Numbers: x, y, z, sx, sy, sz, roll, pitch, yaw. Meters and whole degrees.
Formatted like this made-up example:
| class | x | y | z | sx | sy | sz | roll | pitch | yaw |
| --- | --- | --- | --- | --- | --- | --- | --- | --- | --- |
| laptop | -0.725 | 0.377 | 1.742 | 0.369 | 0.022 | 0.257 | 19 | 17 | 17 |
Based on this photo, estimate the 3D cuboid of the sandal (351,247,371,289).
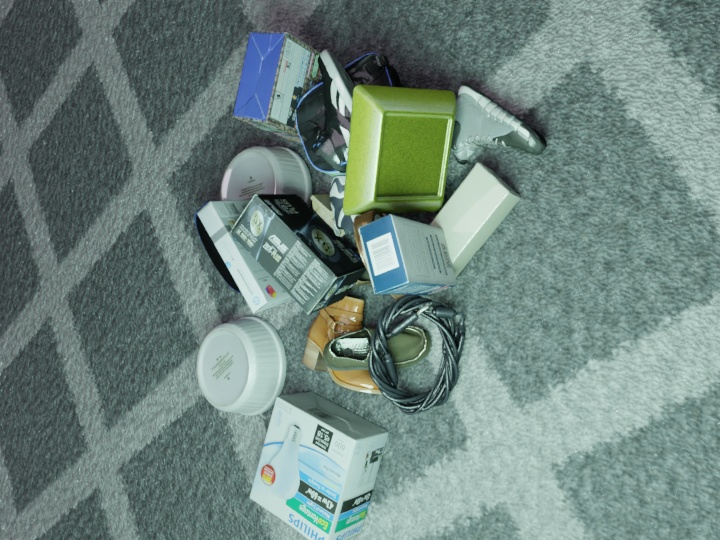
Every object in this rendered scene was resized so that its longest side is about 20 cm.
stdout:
| class | x | y | z | sx | sy | sz | roll | pitch | yaw |
| --- | --- | --- | --- | --- | --- | --- | --- | --- | --- |
| sandal | 0.000 | 0.000 | 1.182 | 0.196 | 0.054 | 0.084 | 6 | 90 | 34 |

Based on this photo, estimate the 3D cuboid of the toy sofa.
| class | x | y | z | sx | sy | sz | roll | pitch | yaw |
| --- | --- | --- | --- | --- | --- | --- | --- | --- | --- |
| toy sofa | -0.095 | -0.042 | 1.233 | 0.097 | 0.083 | 0.202 | 39 | 108 | 12 |

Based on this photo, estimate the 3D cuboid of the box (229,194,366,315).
| class | x | y | z | sx | sy | sz | roll | pitch | yaw |
| --- | --- | --- | --- | --- | --- | --- | --- | --- | --- |
| box | -0.103 | -0.036 | 1.105 | 0.200 | 0.163 | 0.087 | 45 | 109 | 11 |

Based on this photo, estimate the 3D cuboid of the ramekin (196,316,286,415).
| class | x | y | z | sx | sy | sz | roll | pitch | yaw |
| --- | --- | --- | --- | --- | --- | --- | --- | --- | --- |
| ramekin | -0.255 | 0.200 | 1.314 | 0.198 | 0.093 | 0.209 | -3 | 84 | 33 |

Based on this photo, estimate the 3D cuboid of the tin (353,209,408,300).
| class | x | y | z | sx | sy | sz | roll | pitch | yaw |
| --- | --- | --- | --- | --- | --- | --- | --- | --- | --- |
| tin | 0.046 | -0.023 | 1.041 | 0.041 | 0.200 | 0.115 | -16 | 63 | 19 |

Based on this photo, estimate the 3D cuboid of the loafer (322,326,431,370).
| class | x | y | z | sx | sy | sz | roll | pitch | yaw |
| --- | --- | --- | --- | --- | --- | --- | --- | --- | --- |
| loafer | 0.029 | 0.138 | 1.101 | 0.194 | 0.070 | 0.077 | -10 | 73 | 0 |

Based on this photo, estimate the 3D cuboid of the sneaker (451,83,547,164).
| class | x | y | z | sx | sy | sz | roll | pitch | yaw |
| --- | --- | --- | --- | --- | --- | --- | --- | --- | --- |
| sneaker | 0.214 | -0.216 | 1.055 | 0.201 | 0.074 | 0.117 | 49 | 117 | 38 |

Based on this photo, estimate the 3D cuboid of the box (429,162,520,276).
| class | x | y | z | sx | sy | sz | roll | pitch | yaw |
| --- | --- | --- | --- | --- | --- | --- | --- | --- | --- |
| box | 0.172 | -0.073 | 1.065 | 0.082 | 0.068 | 0.201 | 48 | 111 | 25 |

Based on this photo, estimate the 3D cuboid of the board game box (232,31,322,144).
| class | x | y | z | sx | sy | sz | roll | pitch | yaw |
| --- | --- | --- | --- | --- | --- | --- | --- | --- | --- |
| board game box | -0.130 | -0.341 | 1.214 | 0.095 | 0.198 | 0.164 | 16 | 94 | 34 |

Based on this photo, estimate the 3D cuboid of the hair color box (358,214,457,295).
| class | x | y | z | sx | sy | sz | roll | pitch | yaw |
| --- | --- | --- | --- | --- | --- | --- | --- | --- | --- |
| hair color box | 0.077 | -0.018 | 0.964 | 0.059 | 0.198 | 0.103 | -19 | 78 | 27 |

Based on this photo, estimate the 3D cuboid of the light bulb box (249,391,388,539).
| class | x | y | z | sx | sy | sz | roll | pitch | yaw |
| --- | --- | --- | --- | --- | --- | --- | --- | --- | --- |
| light bulb box | -0.077 | 0.359 | 1.161 | 0.195 | 0.124 | 0.206 | 18 | 95 | 33 |

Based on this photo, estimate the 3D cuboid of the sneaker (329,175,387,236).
| class | x | y | z | sx | sy | sz | roll | pitch | yaw |
| --- | --- | --- | --- | --- | --- | --- | --- | --- | --- |
| sneaker | 0.038 | -0.095 | 1.129 | 0.193 | 0.079 | 0.134 | 5 | 88 | 2 |

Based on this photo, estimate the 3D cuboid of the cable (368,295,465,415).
| class | x | y | z | sx | sy | sz | roll | pitch | yaw |
| --- | --- | --- | --- | --- | --- | --- | --- | --- | --- |
| cable | 0.091 | 0.147 | 1.062 | 0.051 | 0.159 | 0.205 | -126 | 50 | -73 |

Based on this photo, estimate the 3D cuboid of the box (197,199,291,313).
| class | x | y | z | sx | sy | sz | roll | pitch | yaw |
| --- | --- | --- | --- | --- | --- | --- | --- | --- | --- |
| box | -0.191 | -0.032 | 1.144 | 0.041 | 0.155 | 0.203 | -34 | 84 | 22 |

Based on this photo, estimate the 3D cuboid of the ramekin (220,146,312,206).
| class | x | y | z | sx | sy | sz | roll | pitch | yaw |
| --- | --- | --- | --- | --- | --- | --- | --- | --- | --- |
| ramekin | -0.202 | -0.160 | 1.301 | 0.198 | 0.093 | 0.209 | -4 | 83 | 33 |

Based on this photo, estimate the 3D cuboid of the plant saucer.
| class | x | y | z | sx | sy | sz | roll | pitch | yaw |
| --- | --- | --- | --- | --- | --- | --- | --- | --- | --- |
| plant saucer | 0.075 | -0.185 | 1.013 | 0.048 | 0.195 | 0.205 | 34 | 124 | 53 |

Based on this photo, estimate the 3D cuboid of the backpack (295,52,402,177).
| class | x | y | z | sx | sy | sz | roll | pitch | yaw |
| --- | --- | --- | --- | --- | --- | --- | --- | --- | --- |
| backpack | -0.004 | -0.262 | 1.150 | 0.196 | 0.146 | 0.188 | -21 | 80 | 19 |

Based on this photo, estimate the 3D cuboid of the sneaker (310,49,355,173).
| class | x | y | z | sx | sy | sz | roll | pitch | yaw |
| --- | --- | --- | --- | --- | --- | --- | --- | --- | --- |
| sneaker | -0.050 | -0.254 | 1.050 | 0.110 | 0.073 | 0.204 | -30 | 81 | 19 |

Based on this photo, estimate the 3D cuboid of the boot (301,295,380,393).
| class | x | y | z | sx | sy | sz | roll | pitch | yaw |
| --- | --- | --- | --- | --- | --- | --- | --- | --- | --- |
| boot | -0.016 | 0.131 | 1.175 | 0.196 | 0.073 | 0.159 | 20 | 91 | 28 |

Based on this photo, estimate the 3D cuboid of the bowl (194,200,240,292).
| class | x | y | z | sx | sy | sz | roll | pitch | yaw |
| --- | --- | --- | --- | --- | --- | --- | --- | --- | --- |
| bowl | -0.280 | -0.044 | 1.310 | 0.200 | 0.039 | 0.203 | 44 | 153 | 29 |
